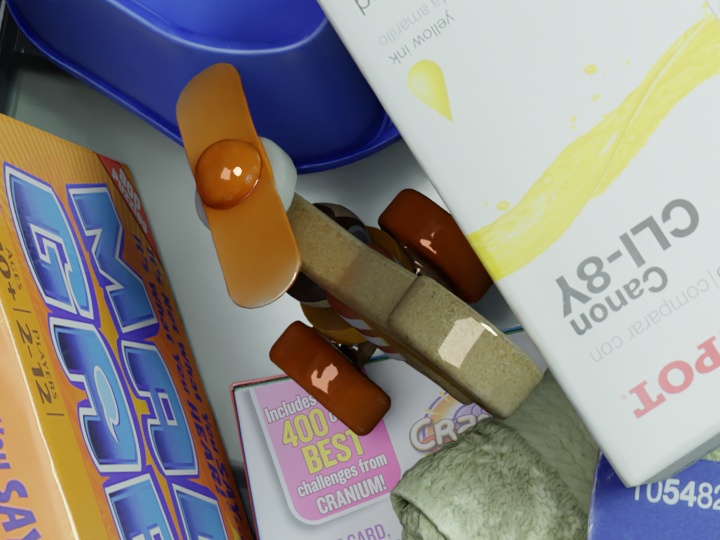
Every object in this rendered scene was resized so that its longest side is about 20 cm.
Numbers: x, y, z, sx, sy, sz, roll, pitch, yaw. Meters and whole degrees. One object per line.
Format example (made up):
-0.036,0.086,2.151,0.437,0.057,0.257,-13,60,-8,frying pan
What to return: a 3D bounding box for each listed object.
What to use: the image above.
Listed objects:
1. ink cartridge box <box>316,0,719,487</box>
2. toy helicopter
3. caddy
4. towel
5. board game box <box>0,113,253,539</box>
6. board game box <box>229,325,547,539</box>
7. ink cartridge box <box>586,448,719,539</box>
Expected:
0.092,-0.056,0.657,0.145,0.083,0.201,-34,81,11,ink cartridge box
0.000,0.000,0.689,0.132,0.200,0.079,43,86,-21,toy helicopter
-0.049,-0.123,0.802,0.199,0.105,0.142,33,72,20,caddy
0.119,0.111,0.742,0.148,0.036,0.200,-39,90,-16,towel
-0.169,0.077,0.759,0.199,0.200,0.201,-21,81,10,board game box
0.045,0.125,0.792,0.152,0.040,0.202,-11,83,11,board game box
0.157,0.168,0.703,0.198,0.041,0.202,8,86,-19,ink cartridge box
